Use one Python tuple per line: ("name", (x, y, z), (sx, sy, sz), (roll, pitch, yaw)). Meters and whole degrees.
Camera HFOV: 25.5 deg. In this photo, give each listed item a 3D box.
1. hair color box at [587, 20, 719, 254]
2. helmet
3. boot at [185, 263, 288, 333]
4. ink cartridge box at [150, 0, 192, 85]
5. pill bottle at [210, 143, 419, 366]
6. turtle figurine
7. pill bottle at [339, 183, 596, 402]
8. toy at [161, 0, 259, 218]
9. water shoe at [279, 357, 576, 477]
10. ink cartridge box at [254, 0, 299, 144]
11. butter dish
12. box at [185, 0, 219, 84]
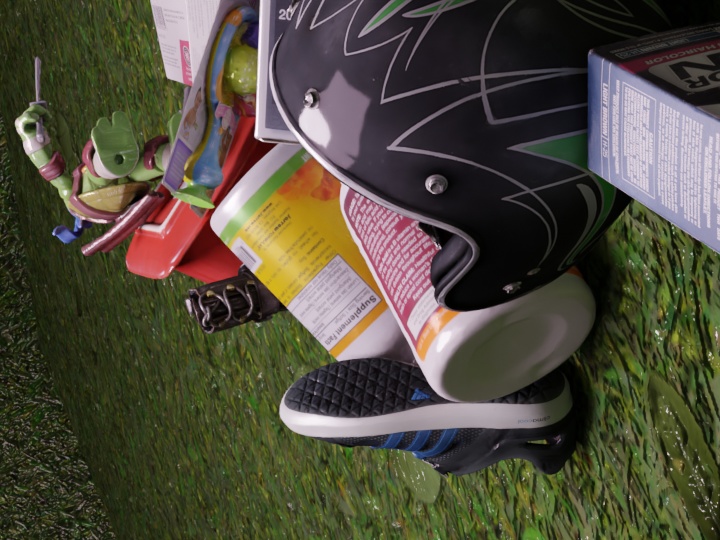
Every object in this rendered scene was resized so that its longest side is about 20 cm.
("hair color box", (0.183, -0.044, 0.638), (0.200, 0.100, 0.061), (-135, 36, -56))
("helmet", (0.058, -0.093, 0.787), (0.191, 0.199, 0.200), (77, 169, -60))
("boot", (-0.045, 0.015, 1.245), (0.200, 0.173, 0.070), (171, 84, -72))
("ink cartridge box", (-0.143, -0.275, 1.449), (0.145, 0.084, 0.201), (-152, 48, -66))
("pill bottle", (0.000, 0.000, 1.118), (0.200, 0.111, 0.111), (46, 159, 1))
("turtle figurine", (-0.211, -0.123, 1.363), (0.194, 0.144, 0.201), (-6, 54, 61))
("pill bottle", (0.056, -0.028, 1.007), (0.114, 0.114, 0.200), (100, 149, -53))
("toy", (-0.093, -0.142, 1.252), (0.115, 0.047, 0.201), (49, -119, -74))
("water shoe", (0.043, 0.107, 1.052), (0.072, 0.199, 0.079), (-64, -34, -53))
("ink cartridge box", (-0.032, -0.201, 1.014), (0.198, 0.043, 0.201), (-73, -14, -70))
("butter dish", (-0.097, -0.052, 1.410), (0.148, 0.200, 0.199), (35, 172, -17))
("box", (-0.125, -0.236, 1.327), (0.039, 0.041, 0.201), (-85, -6, -56))
